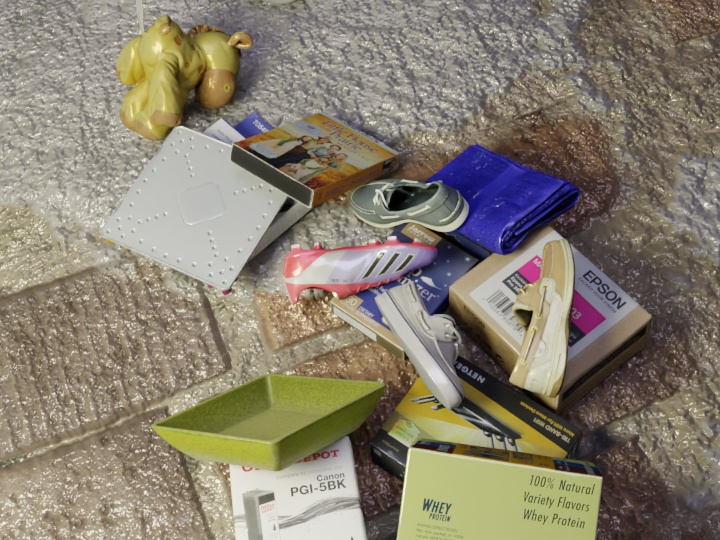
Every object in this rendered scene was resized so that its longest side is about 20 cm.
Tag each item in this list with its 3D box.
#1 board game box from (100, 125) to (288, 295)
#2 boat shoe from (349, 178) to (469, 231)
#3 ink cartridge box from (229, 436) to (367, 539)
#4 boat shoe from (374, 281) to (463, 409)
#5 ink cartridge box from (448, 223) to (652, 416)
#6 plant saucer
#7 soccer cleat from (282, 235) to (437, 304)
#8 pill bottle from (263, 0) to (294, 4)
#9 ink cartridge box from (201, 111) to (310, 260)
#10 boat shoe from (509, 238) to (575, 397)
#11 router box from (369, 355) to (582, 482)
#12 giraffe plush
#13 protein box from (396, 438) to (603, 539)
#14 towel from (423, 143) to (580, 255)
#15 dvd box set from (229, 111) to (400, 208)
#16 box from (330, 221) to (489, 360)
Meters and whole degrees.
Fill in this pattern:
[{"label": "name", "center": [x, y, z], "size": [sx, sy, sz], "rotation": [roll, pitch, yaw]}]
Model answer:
[{"label": "board game box", "center": [-0.210, -0.082, 1.487], "size": [0.198, 0.026, 0.201], "rotation": [22, 62, 15]}, {"label": "boat shoe", "center": [0.052, -0.097, 1.463], "size": [0.199, 0.062, 0.073], "rotation": [12, 69, 45]}, {"label": "ink cartridge box", "center": [-0.065, 0.299, 1.239], "size": [0.145, 0.083, 0.202], "rotation": [-10, 56, -3]}, {"label": "boat shoe", "center": [0.085, 0.080, 1.326], "size": [0.069, 0.071, 0.200], "rotation": [-30, 39, -3]}, {"label": "ink cartridge box", "center": [0.232, 0.056, 1.387], "size": [0.164, 0.075, 0.200], "rotation": [-36, 60, -17]}, {"label": "plant saucer", "center": [-0.099, 0.174, 1.269], "size": [0.198, 0.049, 0.199], "rotation": [0, 14, 40]}, {"label": "soccer cleat", "center": [0.000, 0.000, 1.419], "size": [0.197, 0.067, 0.078], "rotation": [-3, 86, -2]}, {"label": "pill bottle", "center": [-0.116, -0.528, 1.773], "size": [0.109, 0.111, 0.202], "rotation": [10, 58, 10]}, {"label": "ink cartridge box", "center": [-0.162, -0.125, 1.551], "size": [0.200, 0.041, 0.199], "rotation": [-40, 63, -21]}, {"label": "boat shoe", "center": [0.210, 0.047, 1.304], "size": [0.065, 0.074, 0.202], "rotation": [9, 57, 2]}, {"label": "router box", "center": [0.134, 0.205, 1.307], "size": [0.199, 0.052, 0.158], "rotation": [30, 63, 21]}, {"label": "giraffe plush", "center": [-0.245, -0.289, 1.606], "size": [0.161, 0.203, 0.172], "rotation": [-4, 18, -36]}, {"label": "protein box", "center": [0.137, 0.291, 1.154], "size": [0.196, 0.135, 0.203], "rotation": [7, 87, 8]}, {"label": "towel", "center": [0.168, -0.100, 1.461], "size": [0.147, 0.050, 0.199], "rotation": [-34, 36, -23]}, {"label": "dvd box set", "center": [-0.058, -0.153, 1.513], "size": [0.146, 0.030, 0.199], "rotation": [32, 35, 25]}, {"label": "box", "center": [0.068, 0.009, 1.455], "size": [0.120, 0.033, 0.200], "rotation": [32, 63, 22]}]
